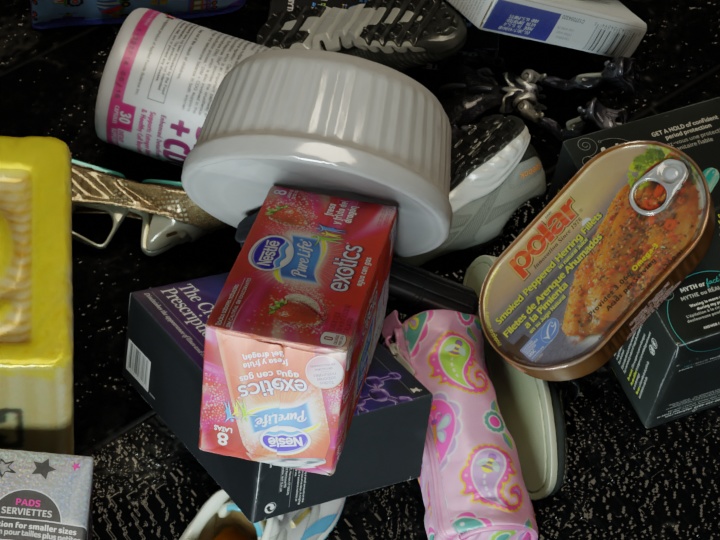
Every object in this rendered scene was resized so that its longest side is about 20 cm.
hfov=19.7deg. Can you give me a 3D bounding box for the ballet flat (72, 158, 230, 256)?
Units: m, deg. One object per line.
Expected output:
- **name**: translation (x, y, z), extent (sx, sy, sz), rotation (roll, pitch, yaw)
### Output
- **ballet flat**: translation (-0.181, -0.046, 1.629), extent (0.200, 0.071, 0.065), rotation (10, 82, 2)

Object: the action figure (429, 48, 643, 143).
- **action figure**: translation (0.126, -0.127, 1.700), extent (0.200, 0.102, 0.119), rotation (0, 61, 24)

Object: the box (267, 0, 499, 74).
- **box**: translation (0.025, -0.264, 1.805), extent (0.198, 0.050, 0.200), rotation (8, 55, -4)

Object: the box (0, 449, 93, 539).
- **box**: translation (-0.283, 0.191, 1.401), extent (0.200, 0.132, 0.115), rotation (4, 57, -6)

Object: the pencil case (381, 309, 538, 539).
- **pencil case**: translation (0.069, 0.123, 1.525), extent (0.087, 0.087, 0.200), rotation (-7, 59, -13)

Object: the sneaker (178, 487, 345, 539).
- **sneaker**: translation (-0.066, 0.172, 1.477), extent (0.076, 0.081, 0.200), rotation (28, 55, 13)

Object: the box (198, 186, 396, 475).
- **box**: translation (-0.040, 0.036, 1.392), extent (0.095, 0.100, 0.200), rotation (10, 31, 6)

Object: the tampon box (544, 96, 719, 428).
- **tampon box**: translation (0.252, -0.008, 1.616), extent (0.150, 0.126, 0.200), rotation (-16, 59, -16)

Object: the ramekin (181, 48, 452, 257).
- **ramekin**: translation (-0.024, -0.086, 1.509), extent (0.202, 0.202, 0.094), rotation (12, 74, 0)

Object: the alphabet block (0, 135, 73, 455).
- **alphabet block**: translation (-0.299, 0.037, 1.463), extent (0.196, 0.200, 0.196), rotation (-2, 56, -9)

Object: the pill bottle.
- **pill bottle**: translation (-0.101, -0.128, 1.655), extent (0.200, 0.113, 0.113), rotation (18, 55, 4)

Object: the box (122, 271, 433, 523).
- **box**: translation (-0.062, 0.081, 1.487), extent (0.141, 0.079, 0.200), rotation (-10, 34, -32)

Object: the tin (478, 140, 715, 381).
- **tin**: translation (0.174, -0.007, 1.523), extent (0.200, 0.042, 0.112), rotation (-46, 63, -3)

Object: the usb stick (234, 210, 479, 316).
- **usb stick**: translation (0.000, 0.000, 1.552), extent (0.200, 0.055, 0.033), rotation (21, 71, -30)

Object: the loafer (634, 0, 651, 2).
- **loafer**: translation (0.198, -0.267, 1.705), extent (0.070, 0.070, 0.200), rotation (40, 24, 26)

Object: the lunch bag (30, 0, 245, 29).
- **lunch bag**: translation (-0.171, -0.274, 1.721), extent (0.200, 0.151, 0.094), rotation (5, 55, -5)

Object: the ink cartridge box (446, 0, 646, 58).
- **ink cartridge box**: translation (0.109, -0.250, 1.710), extent (0.196, 0.043, 0.200), rotation (4, 32, -45)

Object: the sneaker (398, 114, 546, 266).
- **sneaker**: translation (0.064, -0.034, 1.627), extent (0.200, 0.079, 0.074), rotation (-37, 28, -3)

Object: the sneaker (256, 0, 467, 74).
- **sneaker**: translation (0.013, -0.173, 1.679), extent (0.200, 0.091, 0.067), rotation (1, 47, 39)

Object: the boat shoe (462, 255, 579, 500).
- **boat shoe**: translation (0.133, 0.081, 1.576), extent (0.066, 0.075, 0.200), rotation (6, 51, -32)
